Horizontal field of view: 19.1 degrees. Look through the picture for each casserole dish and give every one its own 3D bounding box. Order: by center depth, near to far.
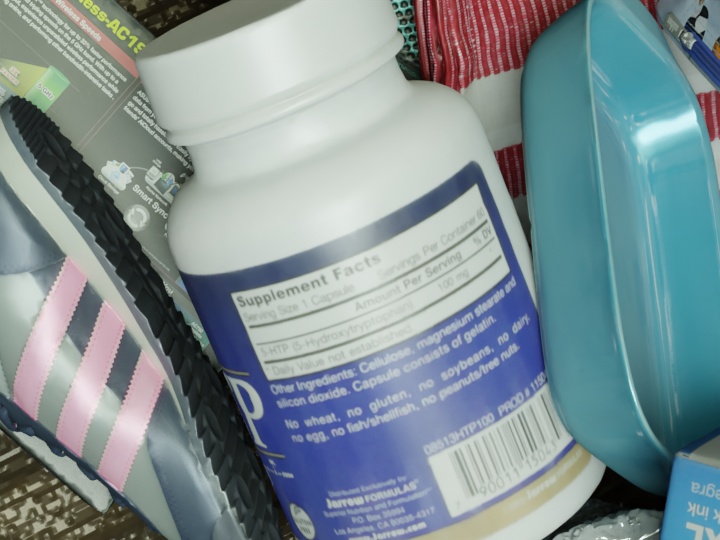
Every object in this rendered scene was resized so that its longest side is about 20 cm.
[{"bbox_3d":[0.097,-0.005,0.771,0.039,0.121,0.202,-15,63,26],"label":"casserole dish"}]

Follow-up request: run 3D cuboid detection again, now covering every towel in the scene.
[{"bbox_3d":[0.092,-0.058,0.845,0.143,0.023,0.202,-17,111,-26],"label":"towel"}]

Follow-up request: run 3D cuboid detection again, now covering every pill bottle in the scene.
[{"bbox_3d":[0.000,0.000,0.754,0.119,0.120,0.201,-26,104,-13],"label":"pill bottle"}]

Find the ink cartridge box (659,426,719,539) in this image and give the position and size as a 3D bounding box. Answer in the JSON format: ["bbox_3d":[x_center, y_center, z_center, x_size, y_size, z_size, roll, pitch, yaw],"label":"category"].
[{"bbox_3d":[0.147,0.153,0.719,0.084,0.144,0.202,13,101,25],"label":"ink cartridge box"}]

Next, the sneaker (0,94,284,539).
[{"bbox_3d":[-0.100,0.042,0.765,0.082,0.070,0.201,-30,95,9],"label":"sneaker"}]

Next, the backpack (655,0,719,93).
[{"bbox_3d":[0.203,-0.112,0.764,0.198,0.191,0.155,1,117,-17],"label":"backpack"}]

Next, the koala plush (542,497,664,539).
[{"bbox_3d":[0.047,0.162,0.792,0.184,0.177,0.200,43,87,5],"label":"koala plush"}]

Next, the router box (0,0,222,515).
[{"bbox_3d":[-0.126,-0.029,0.820,0.200,0.062,0.150,42,80,-7],"label":"router box"}]

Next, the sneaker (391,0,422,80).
[{"bbox_3d":[0.020,-0.096,0.853,0.198,0.078,0.092,7,89,-11],"label":"sneaker"}]
